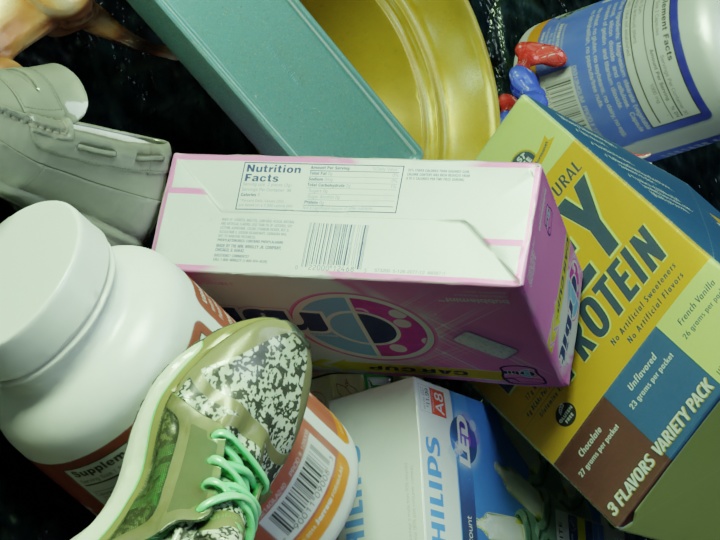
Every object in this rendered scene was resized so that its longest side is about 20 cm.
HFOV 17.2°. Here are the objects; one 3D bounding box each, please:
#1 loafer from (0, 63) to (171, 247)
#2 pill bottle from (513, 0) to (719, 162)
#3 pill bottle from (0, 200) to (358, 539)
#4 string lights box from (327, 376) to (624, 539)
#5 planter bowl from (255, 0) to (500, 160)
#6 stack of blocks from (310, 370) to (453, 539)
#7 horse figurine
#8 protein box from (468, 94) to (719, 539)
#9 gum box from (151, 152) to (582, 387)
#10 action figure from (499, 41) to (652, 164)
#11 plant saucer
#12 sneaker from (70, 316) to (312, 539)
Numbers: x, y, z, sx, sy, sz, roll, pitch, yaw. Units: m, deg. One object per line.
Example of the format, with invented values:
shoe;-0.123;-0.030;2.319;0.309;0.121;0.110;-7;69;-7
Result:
loafer;-0.160;-0.067;1.097;0.200;0.070;0.070;31;84;-54
pill bottle;0.208;-0.135;1.542;0.112;0.199;0.113;28;54;-47
pill bottle;-0.099;0.061;1.103;0.200;0.112;0.113;46;43;-34
string lights box;0.065;0.131;1.246;0.199;0.059;0.104;23;58;-51
planter bowl;-0.010;-0.100;1.321;0.200;0.083;0.202;27;56;-48
stack of blocks;0.007;0.131;1.270;0.115;0.058;0.202;3;74;-54
horse figurine;-0.138;-0.177;1.162;0.131;0.050;0.202;-4;93;-22
protein box;0.158;0.037;1.280;0.200;0.135;0.198;44;14;34
gum box;0.000;0.000;1.165;0.114;0.198;0.067;61;36;-59
action figure;0.124;-0.073;1.439;0.200;0.098;0.066;-67;174;-64
plant saucer;-0.041;-0.102;1.190;0.070;0.019;0.200;-50;120;-16
sneaker;-0.064;0.107;1.001;0.077;0.088;0.201;46;63;-31
